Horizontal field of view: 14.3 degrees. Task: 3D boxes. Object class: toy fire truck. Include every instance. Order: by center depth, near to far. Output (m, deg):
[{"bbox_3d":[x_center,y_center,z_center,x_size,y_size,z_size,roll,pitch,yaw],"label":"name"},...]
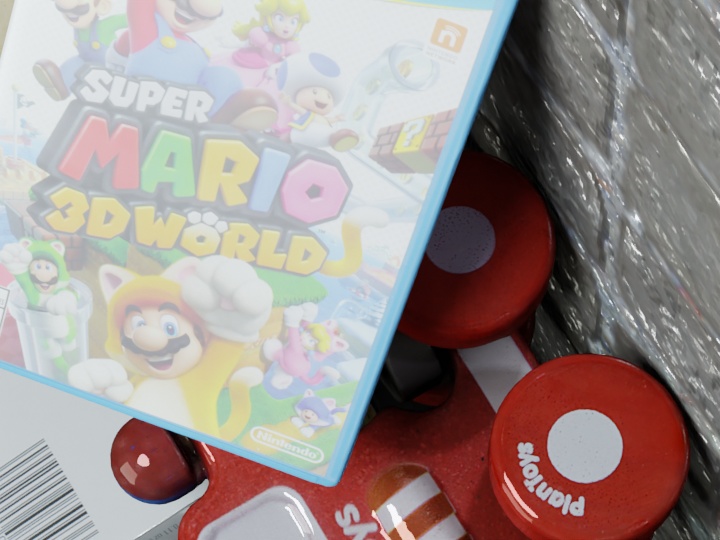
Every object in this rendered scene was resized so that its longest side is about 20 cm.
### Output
[{"bbox_3d":[0.008,0.062,0.987,0.200,0.168,0.112,58,170,13],"label":"toy fire truck"}]

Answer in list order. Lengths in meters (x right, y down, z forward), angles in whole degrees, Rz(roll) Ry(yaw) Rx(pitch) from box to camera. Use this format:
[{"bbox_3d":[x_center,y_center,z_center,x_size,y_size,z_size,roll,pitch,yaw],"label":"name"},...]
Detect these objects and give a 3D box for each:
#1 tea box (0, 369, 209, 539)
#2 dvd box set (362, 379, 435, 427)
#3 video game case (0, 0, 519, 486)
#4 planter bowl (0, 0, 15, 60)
[{"bbox_3d":[-0.106,0.041,1.153,0.200,0.134,0.197,58,-179,19],"label":"tea box"},{"bbox_3d":[0.003,0.053,1.189,0.146,0.029,0.200,60,171,5],"label":"dvd box set"},{"bbox_3d":[-0.046,-0.033,0.886,0.018,0.143,0.200,-68,-2,-55],"label":"video game case"},{"bbox_3d":[-0.087,-0.120,0.952,0.135,0.200,0.200,31,165,8],"label":"planter bowl"}]
